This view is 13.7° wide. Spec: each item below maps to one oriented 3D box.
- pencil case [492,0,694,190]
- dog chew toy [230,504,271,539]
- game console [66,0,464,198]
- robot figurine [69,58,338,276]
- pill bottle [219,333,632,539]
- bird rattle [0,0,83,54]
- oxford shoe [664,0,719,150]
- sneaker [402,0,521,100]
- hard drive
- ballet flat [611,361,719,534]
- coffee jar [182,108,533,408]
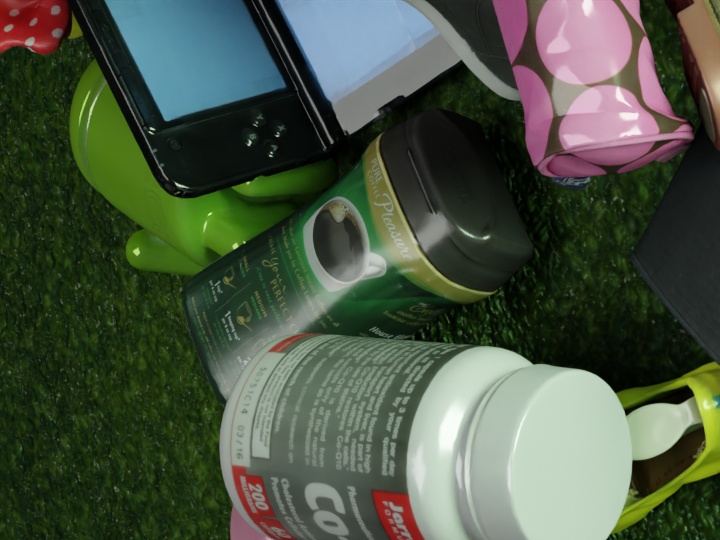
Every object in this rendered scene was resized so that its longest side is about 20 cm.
[{"bbox_3d":[0.105,-0.145,1.467,0.091,0.093,0.201,-22,77,50],"label":"pencil case"},{"bbox_3d":[0.013,0.127,1.710,0.200,0.124,0.125,-42,66,40],"label":"dog chew toy"},{"bbox_3d":[-0.060,-0.166,1.674,0.201,0.175,0.116,63,146,14],"label":"game console"},{"bbox_3d":[-0.098,-0.074,1.800,0.200,0.115,0.177,34,123,44],"label":"robot figurine"},{"bbox_3d":[0.033,0.094,1.548,0.199,0.113,0.115,3,102,44],"label":"pill bottle"},{"bbox_3d":[-0.157,-0.191,1.786,0.200,0.162,0.114,-103,5,-81],"label":"bird rattle"},{"bbox_3d":[0.181,-0.153,1.467,0.071,0.074,0.201,70,-175,-66],"label":"oxford shoe"},{"bbox_3d":[0.056,-0.174,1.547,0.099,0.200,0.071,-24,36,44],"label":"sneaker"},{"bbox_3d":[0.219,0.006,1.447,0.200,0.042,0.135,45,120,36],"label":"hard drive"},{"bbox_3d":[0.142,0.094,1.567,0.200,0.067,0.067,-34,73,51],"label":"ballet flat"},{"bbox_3d":[0.000,0.000,1.668,0.200,0.085,0.105,-36,62,27],"label":"coffee jar"}]
